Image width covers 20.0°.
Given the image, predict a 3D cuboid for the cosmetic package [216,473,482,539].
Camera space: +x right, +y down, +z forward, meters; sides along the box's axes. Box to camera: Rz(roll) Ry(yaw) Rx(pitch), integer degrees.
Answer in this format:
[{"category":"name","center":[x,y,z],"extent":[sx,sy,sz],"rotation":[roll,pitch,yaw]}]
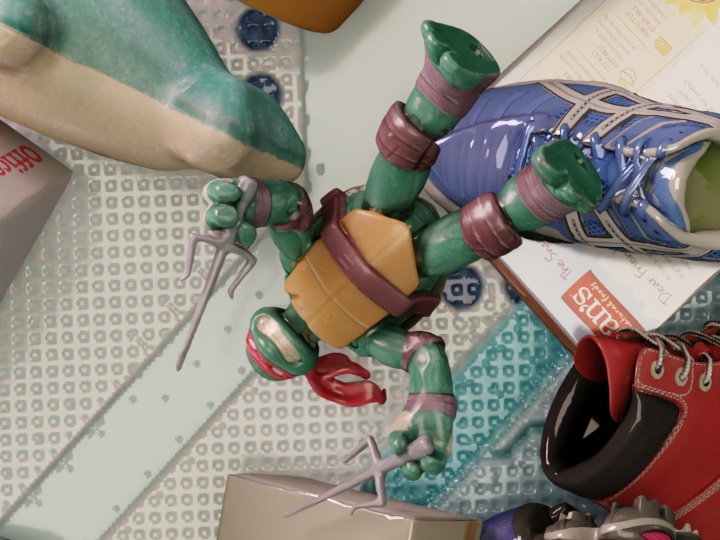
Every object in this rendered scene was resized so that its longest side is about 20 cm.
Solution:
[{"category":"cosmetic package","center":[-0.019,0.198,0.912],"extent":[0.104,0.071,0.202],"rotation":[11,90,31]}]

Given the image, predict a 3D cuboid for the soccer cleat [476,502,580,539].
[{"category":"soccer cleat","center":[0.112,0.198,0.944],"extent":[0.083,0.065,0.201],"rotation":[-33,94,29]}]

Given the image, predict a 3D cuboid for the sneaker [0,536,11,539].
[{"category":"sneaker","center":[-0.187,0.221,0.937],"extent":[0.080,0.076,0.201],"rotation":[28,85,12]}]

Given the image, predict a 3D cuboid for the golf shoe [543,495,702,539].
[{"category":"golf shoe","center":[0.152,0.170,0.891],"extent":[0.199,0.077,0.089],"rotation":[26,56,-34]}]

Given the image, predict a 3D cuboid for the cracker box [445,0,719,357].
[{"category":"cracker box","center":[0.138,-0.066,0.940],"extent":[0.200,0.058,0.134],"rotation":[-42,88,-1]}]

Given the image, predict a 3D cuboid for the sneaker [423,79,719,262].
[{"category":"sneaker","center":[0.115,-0.045,0.865],"extent":[0.198,0.077,0.077],"rotation":[7,88,15]}]

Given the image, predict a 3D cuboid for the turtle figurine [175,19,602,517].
[{"category":"turtle figurine","center":[0.000,0.000,0.853],"extent":[0.149,0.101,0.200],"rotation":[39,113,-12]}]

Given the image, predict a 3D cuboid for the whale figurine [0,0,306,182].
[{"category":"whale figurine","center":[-0.109,-0.103,0.888],"extent":[0.199,0.159,0.105],"rotation":[25,92,26]}]

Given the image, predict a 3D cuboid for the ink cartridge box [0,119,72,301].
[{"category":"ink cartridge box","center":[-0.255,-0.028,0.879],"extent":[0.199,0.147,0.145],"rotation":[35,107,-1]}]

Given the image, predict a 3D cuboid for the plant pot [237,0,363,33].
[{"category":"plant pot","center":[-0.019,-0.213,0.886],"extent":[0.199,0.200,0.184],"rotation":[31,104,0]}]

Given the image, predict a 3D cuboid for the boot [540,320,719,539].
[{"category":"boot","center":[0.168,0.032,0.897],"extent":[0.201,0.072,0.144],"rotation":[-52,131,0]}]
